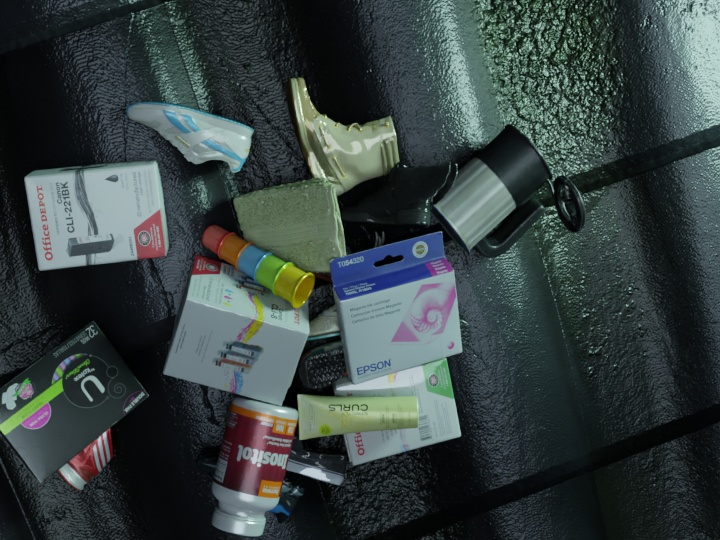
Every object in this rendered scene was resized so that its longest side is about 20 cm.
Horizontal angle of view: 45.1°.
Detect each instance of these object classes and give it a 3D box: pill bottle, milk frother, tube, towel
[{"bbox_3d":[-0.172,0.310,1.382,0.111,0.113,0.204,14,84,-12],"label":"pill bottle"},{"bbox_3d":[0.237,-0.102,1.396,0.188,0.200,0.181,-41,108,1],"label":"milk frother"},{"bbox_3d":[-0.004,0.236,1.413,0.196,0.052,0.059,-1,60,-2],"label":"tube"},{"bbox_3d":[-0.112,-0.064,1.374,0.197,0.036,0.151,-4,104,31],"label":"towel"}]

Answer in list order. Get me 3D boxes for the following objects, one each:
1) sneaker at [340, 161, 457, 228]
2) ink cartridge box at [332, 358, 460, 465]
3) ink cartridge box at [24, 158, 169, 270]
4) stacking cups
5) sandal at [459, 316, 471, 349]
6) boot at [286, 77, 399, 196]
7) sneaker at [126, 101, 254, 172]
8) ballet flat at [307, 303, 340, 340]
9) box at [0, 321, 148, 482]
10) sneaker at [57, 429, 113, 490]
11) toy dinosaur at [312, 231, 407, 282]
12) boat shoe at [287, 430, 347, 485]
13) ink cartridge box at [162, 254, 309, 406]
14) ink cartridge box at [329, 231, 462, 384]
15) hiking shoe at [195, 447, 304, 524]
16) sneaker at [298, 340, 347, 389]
[{"bbox_3d":[0.058,-0.124,1.398,0.197,0.060,0.106,5,86,32],"label":"sneaker"},{"bbox_3d":[0.057,0.230,1.486,0.196,0.088,0.148,-14,102,-7],"label":"ink cartridge box"},{"bbox_3d":[-0.406,-0.088,1.348,0.196,0.084,0.147,-7,103,-8],"label":"ink cartridge box"},{"bbox_3d":[-0.167,-0.012,1.364,0.198,0.060,0.061,28,97,19],"label":"stacking cups"},{"bbox_3d":[0.091,0.095,1.484,0.197,0.048,0.077,14,103,-10],"label":"sandal"},{"bbox_3d":[-0.026,-0.229,1.390,0.153,0.073,0.203,-20,105,-5],"label":"boot"},{"bbox_3d":[-0.269,-0.213,1.352,0.196,0.077,0.082,15,100,-10],"label":"sneaker"},{"bbox_3d":[-0.005,0.070,1.422,0.196,0.067,0.064,-8,92,-7],"label":"ballet flat"},{"bbox_3d":[-0.454,0.202,1.333,0.199,0.124,0.149,-40,96,-25],"label":"box"},{"bbox_3d":[-0.482,0.248,1.421,0.115,0.078,0.201,-40,104,-18],"label":"sneaker"},{"bbox_3d":[0.000,0.000,1.458,0.199,0.106,0.181,-32,118,32],"label":"toy dinosaur"},{"bbox_3d":[-0.112,0.309,1.487,0.197,0.070,0.067,20,80,-10],"label":"boat shoe"},{"bbox_3d":[-0.192,0.094,1.372,0.197,0.146,0.147,17,115,-13],"label":"ink cartridge box"},{"bbox_3d":[0.059,0.060,1.366,0.193,0.043,0.204,-15,112,-14],"label":"ink cartridge box"},{"bbox_3d":[-0.194,0.371,1.477,0.197,0.074,0.088,24,96,-13],"label":"hiking shoe"},{"bbox_3d":[-0.010,0.135,1.451,0.196,0.093,0.072,-16,105,-3],"label":"sneaker"}]
